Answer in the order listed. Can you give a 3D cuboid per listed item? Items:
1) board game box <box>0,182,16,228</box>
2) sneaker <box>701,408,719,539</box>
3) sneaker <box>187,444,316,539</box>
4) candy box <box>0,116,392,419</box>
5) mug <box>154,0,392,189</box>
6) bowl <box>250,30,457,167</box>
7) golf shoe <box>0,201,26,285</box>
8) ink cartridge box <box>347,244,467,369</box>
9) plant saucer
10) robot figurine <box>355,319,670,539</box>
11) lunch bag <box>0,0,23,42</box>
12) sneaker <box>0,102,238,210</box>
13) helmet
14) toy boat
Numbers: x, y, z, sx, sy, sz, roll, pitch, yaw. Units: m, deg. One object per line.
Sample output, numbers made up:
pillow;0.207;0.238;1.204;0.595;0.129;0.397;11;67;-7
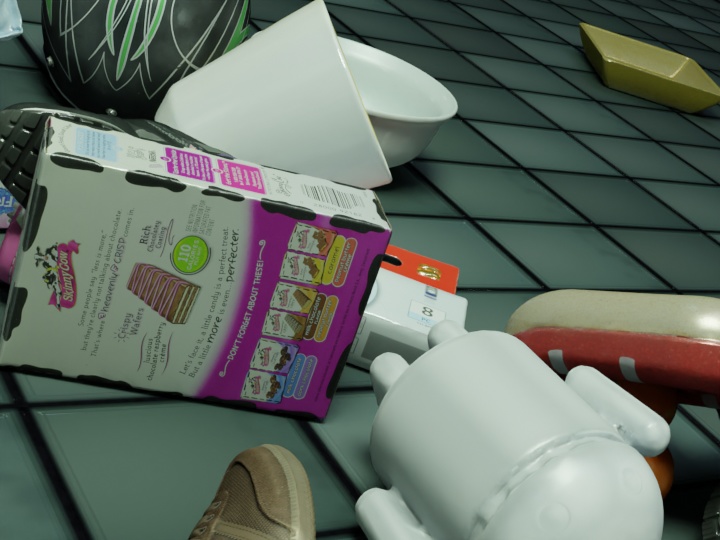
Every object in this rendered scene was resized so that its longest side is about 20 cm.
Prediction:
board game box;-0.351;-0.090;0.814;0.199;0.041;0.200;-4;33;-41
sneaker;0.269;0.145;0.760;0.091;0.076;0.200;57;37;-25
sneaker;-0.062;0.140;0.529;0.075;0.071;0.200;12;25;-14
candy box;-0.098;0.002;0.705;0.200;0.137;0.061;12;24;-18
mug;-0.071;-0.112;0.942;0.153;0.150;0.187;-22;5;3
bowl;-0.018;-0.146;1.120;0.201;0.091;0.201;16;26;-8
golf shoe;-0.166;-0.033;0.804;0.091;0.075;0.200;27;26;6
ink cartridge box;0.000;0.000;0.886;0.160;0.047;0.200;19;27;0
plant saucer;0.432;-0.301;1.822;0.199;0.049;0.200;15;25;-9
robot figurine;0.082;0.110;0.644;0.169;0.113;0.200;-31;44;-12
lunch bag;-0.382;-0.220;0.895;0.200;0.127;0.169;-9;5;-43
sneaker;-0.148;-0.063;0.762;0.200;0.076;0.088;20;21;-39
helmet;-0.189;-0.226;1.062;0.200;0.200;0.191;17;8;-6
toy boat;0.177;0.086;0.762;0.130;0.131;0.200;19;-12;-41
